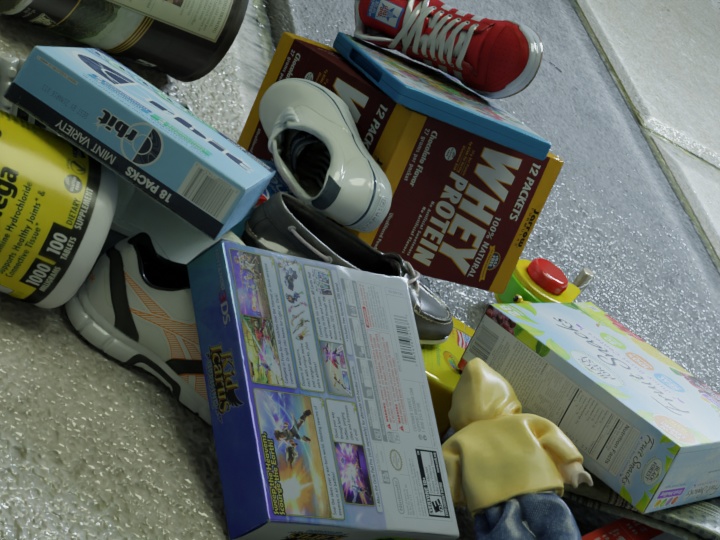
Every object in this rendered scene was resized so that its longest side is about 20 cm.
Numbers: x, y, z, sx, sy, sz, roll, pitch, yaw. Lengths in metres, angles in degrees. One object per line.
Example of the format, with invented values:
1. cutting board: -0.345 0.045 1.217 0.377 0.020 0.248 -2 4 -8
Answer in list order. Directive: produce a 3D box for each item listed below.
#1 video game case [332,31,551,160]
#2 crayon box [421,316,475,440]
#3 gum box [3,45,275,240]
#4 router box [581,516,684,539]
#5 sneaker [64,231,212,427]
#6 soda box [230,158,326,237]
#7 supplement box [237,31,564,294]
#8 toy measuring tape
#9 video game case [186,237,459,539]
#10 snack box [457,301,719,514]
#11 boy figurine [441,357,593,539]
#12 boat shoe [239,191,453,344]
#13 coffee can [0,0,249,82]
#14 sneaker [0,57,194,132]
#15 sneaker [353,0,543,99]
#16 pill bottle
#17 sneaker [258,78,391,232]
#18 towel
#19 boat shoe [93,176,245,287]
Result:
1. video game case: 0.066 -0.151 1.514 0.142 0.018 0.200 20 13 -22
2. crayon box: 0.018 0.058 1.427 0.199 0.051 0.127 30 23 -13
3. gum box: -0.148 -0.095 1.256 0.169 0.045 0.200 34 7 -1
4. router box: 0.247 0.268 1.350 0.179 0.049 0.200 45 25 20
5. sneaker: -0.106 0.050 1.238 0.199 0.080 0.074 33 22 -11
6. soda box: -0.123 -0.055 1.423 0.199 0.068 0.064 10 33 -46
7. supplement box: 0.030 -0.094 1.566 0.196 0.134 0.200 13 16 -42
8. toy measuring tape: 0.174 0.014 1.704 0.073 0.074 0.200 39 23 7
9. video game case: -0.026 0.090 1.221 0.181 0.045 0.201 13 57 -44
10. snack box: 0.203 0.103 1.412 0.200 0.068 0.168 37 21 32
11. boy figurine: 0.102 0.153 1.300 0.065 0.123 0.201 72 -3 -49
12. boat shoe: 0.000 0.000 1.374 0.199 0.057 0.067 24 26 -26
13. coffee can: -0.219 -0.270 1.597 0.199 0.147 0.147 17 29 -36
14. sneaker: -0.233 -0.123 1.418 0.199 0.076 0.081 14 5 -29
15. sneaker: 0.067 -0.209 1.548 0.112 0.072 0.200 21 4 -34
16. pill bottle: -0.271 -0.060 1.174 0.199 0.113 0.113 24 26 -25
17. sneaker: -0.042 -0.107 1.439 0.071 0.073 0.200 25 16 -39
18. towel: 0.198 0.159 1.441 0.199 0.035 0.193 20 18 1
19. boat shoe: -0.153 -0.013 1.306 0.199 0.062 0.073 33 43 -3
